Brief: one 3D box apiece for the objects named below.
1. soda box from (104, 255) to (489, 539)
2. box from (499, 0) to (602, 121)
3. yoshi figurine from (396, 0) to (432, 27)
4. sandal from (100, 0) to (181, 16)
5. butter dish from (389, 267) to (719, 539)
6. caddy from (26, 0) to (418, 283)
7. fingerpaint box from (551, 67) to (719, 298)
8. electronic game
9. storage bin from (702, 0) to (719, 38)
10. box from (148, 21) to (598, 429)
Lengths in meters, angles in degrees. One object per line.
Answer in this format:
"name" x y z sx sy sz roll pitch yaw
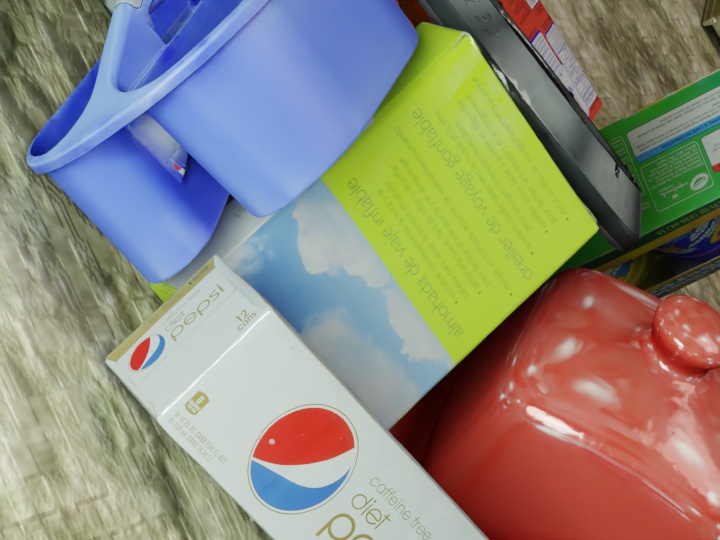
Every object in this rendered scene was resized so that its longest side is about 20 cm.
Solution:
"soda box" -0.018 0.086 1.265 0.200 0.068 0.064 48 -4 -35
"box" 0.055 -0.084 1.623 0.100 0.095 0.200 57 22 -9
"yoshi figurine" -0.033 -0.205 1.587 0.200 0.112 0.112 64 -5 -13
"sandal" -0.112 -0.168 1.379 0.200 0.076 0.043 49 11 -6
"butter dish" 0.132 0.073 1.444 0.200 0.148 0.200 32 37 0
"caddy" -0.064 -0.089 1.274 0.105 0.141 0.200 50 33 -14
"fingerpaint box" 0.184 -0.042 1.727 0.167 0.200 0.074 11 55 -64
"electronic game" 0.073 -0.092 1.448 0.200 0.042 0.200 52 7 -9
"storage bin" 0.398 -0.247 2.460 0.094 0.200 0.199 54 23 -14
"box" 0.000 0.000 1.323 0.122 0.200 0.048 53 -14 -26
